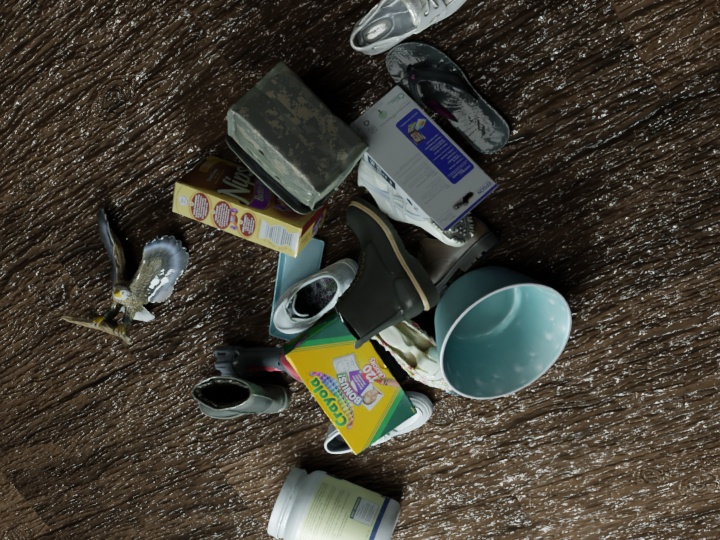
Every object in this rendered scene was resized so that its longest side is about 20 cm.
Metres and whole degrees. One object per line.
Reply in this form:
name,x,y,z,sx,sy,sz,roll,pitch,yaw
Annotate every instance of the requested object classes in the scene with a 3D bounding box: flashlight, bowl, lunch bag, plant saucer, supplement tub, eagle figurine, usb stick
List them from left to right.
eagle figurine,-0.381,0.014,1.443,0.152,0.151,0.200,17,93,-35
flashlight,-0.144,0.155,1.444,0.200,0.068,0.068,-5,81,31
lunch bag,-0.094,-0.167,1.200,0.164,0.200,0.118,44,79,-1
plant saucer,-0.101,0.028,1.396,0.070,0.019,0.200,17,120,11
supplement tub,-0.045,0.434,1.513,0.200,0.145,0.145,20,121,9
usb stick,0.006,0.100,1.387,0.055,0.033,0.200,-26,105,29
bowl,0.185,0.074,1.241,0.201,0.105,0.201,-11,126,-16

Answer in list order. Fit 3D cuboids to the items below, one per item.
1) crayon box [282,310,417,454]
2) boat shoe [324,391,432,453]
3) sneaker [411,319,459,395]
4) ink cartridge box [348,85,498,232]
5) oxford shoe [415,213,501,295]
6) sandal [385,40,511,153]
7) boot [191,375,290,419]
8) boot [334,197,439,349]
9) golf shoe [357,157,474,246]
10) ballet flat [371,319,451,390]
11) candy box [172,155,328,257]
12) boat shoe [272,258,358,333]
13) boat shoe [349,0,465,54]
crayon box,-0.017,0.167,1.349,0.119,0.058,0.200,-34,103,-1
boat shoe,0.025,0.255,1.440,0.200,0.069,0.072,-16,110,26
sneaker,0.098,0.104,1.346,0.200,0.073,0.082,35,105,-6
ink cartridge box,0.080,-0.145,1.167,0.099,0.039,0.200,-40,75,-8
oxford shoe,0.111,-0.011,1.280,0.084,0.073,0.200,50,120,9
sandal,0.117,-0.233,1.164,0.200,0.048,0.075,39,121,-1
boot,-0.221,0.209,1.428,0.182,0.200,0.073,-11,83,17
boot,0.000,0.000,1.238,0.200,0.138,0.077,52,167,29
golf shoe,0.074,-0.096,1.231,0.200,0.078,0.097,48,142,16
ballet flat,0.075,0.116,1.281,0.200,0.064,0.076,36,99,-5
candy box,-0.161,-0.098,1.293,0.200,0.117,0.057,19,121,9
boat shoe,-0.082,0.045,1.333,0.201,0.071,0.070,-35,84,39
boat shoe,0.071,-0.336,1.110,0.200,0.069,0.071,-34,99,23
